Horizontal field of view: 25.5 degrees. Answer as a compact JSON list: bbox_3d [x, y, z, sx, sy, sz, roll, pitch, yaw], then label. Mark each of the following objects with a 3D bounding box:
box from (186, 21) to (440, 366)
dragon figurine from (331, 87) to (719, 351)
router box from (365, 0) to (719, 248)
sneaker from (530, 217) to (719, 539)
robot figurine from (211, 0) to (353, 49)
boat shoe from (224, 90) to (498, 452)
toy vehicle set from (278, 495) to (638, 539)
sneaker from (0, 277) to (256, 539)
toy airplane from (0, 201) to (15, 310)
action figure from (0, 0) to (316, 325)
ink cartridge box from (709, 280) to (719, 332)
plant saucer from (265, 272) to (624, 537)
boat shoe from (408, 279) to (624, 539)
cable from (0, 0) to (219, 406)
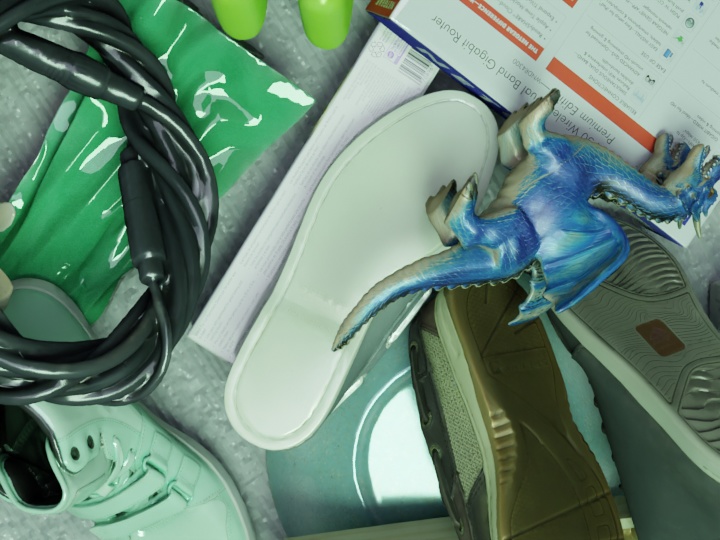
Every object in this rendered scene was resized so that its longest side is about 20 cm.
[{"bbox_3d":[-0.020,-0.042,0.813,0.041,0.039,0.201,31,93,-4],"label":"box"},{"bbox_3d":[0.084,-0.012,0.725,0.100,0.059,0.200,46,71,-7],"label":"dragon figurine"},{"bbox_3d":[0.132,-0.142,0.780,0.199,0.049,0.180,35,93,-20],"label":"router box"},{"bbox_3d":[0.135,0.064,0.786,0.074,0.201,0.107,-13,134,-19],"label":"sneaker"},{"bbox_3d":[-0.027,-0.212,0.751,0.173,0.116,0.203,7,81,5],"label":"robot figurine"},{"bbox_3d":[0.000,0.000,0.788,0.072,0.062,0.201,32,83,7],"label":"boat shoe"},{"bbox_3d":[0.054,0.185,0.801,0.198,0.027,0.126,-5,108,-19],"label":"toy vehicle set"},{"bbox_3d":[-0.127,0.110,0.769,0.073,0.118,0.201,-32,109,17],"label":"sneaker"},{"bbox_3d":[-0.263,-0.062,0.752,0.197,0.141,0.202,-1,62,-14],"label":"toy airplane"},{"bbox_3d":[-0.127,-0.041,0.802,0.118,0.055,0.201,36,100,-6],"label":"action figure"},{"bbox_3d":[0.242,0.108,0.821,0.114,0.067,0.203,-1,95,-2],"label":"ink cartridge box"},{"bbox_3d":[0.049,0.096,0.827,0.198,0.039,0.204,0,95,-1],"label":"plant saucer"},{"bbox_3d":[0.071,0.100,0.757,0.072,0.065,0.202,1,67,-31],"label":"boat shoe"},{"bbox_3d":[-0.140,-0.035,0.714,0.163,0.051,0.201,-33,97,-37],"label":"cable"}]
